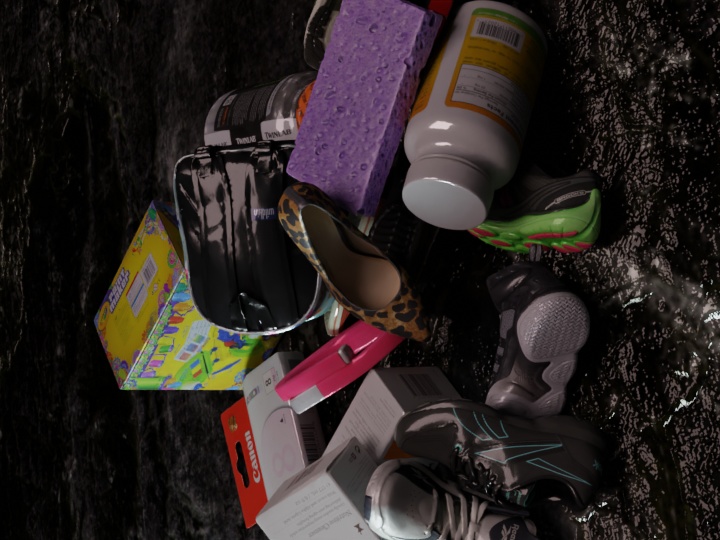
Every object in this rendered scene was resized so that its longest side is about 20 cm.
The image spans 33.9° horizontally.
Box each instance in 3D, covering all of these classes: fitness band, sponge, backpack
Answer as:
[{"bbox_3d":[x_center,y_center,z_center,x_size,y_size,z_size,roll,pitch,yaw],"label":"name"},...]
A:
[{"bbox_3d":[-0.013,0.087,1.277,0.199,0.144,0.038,-34,96,39],"label":"fitness band"},{"bbox_3d":[0.000,-0.166,1.137,0.111,0.030,0.202,31,108,39],"label":"sponge"},{"bbox_3d":[-0.104,-0.035,1.281,0.175,0.150,0.203,-3,92,18],"label":"backpack"}]

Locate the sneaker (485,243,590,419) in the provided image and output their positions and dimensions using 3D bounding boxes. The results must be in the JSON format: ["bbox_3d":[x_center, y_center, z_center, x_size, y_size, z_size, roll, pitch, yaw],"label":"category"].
[{"bbox_3d":[0.155,0.071,1.129,0.115,0.074,0.202,-104,23,-47],"label":"sneaker"}]

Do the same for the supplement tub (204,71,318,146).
[{"bbox_3d":[-0.087,-0.167,1.399,0.199,0.121,0.125,-3,85,51],"label":"supplement tub"}]

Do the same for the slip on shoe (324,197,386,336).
[{"bbox_3d":[0.000,0.000,1.329,0.075,0.060,0.201,-99,24,-48],"label":"slip on shoe"}]

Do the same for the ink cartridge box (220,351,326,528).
[{"bbox_3d":[-0.122,0.215,1.470,0.199,0.057,0.164,-35,61,38],"label":"ink cartridge box"}]

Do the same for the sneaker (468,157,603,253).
[{"bbox_3d":[0.161,-0.065,1.144,0.199,0.076,0.085,8,72,50],"label":"sneaker"}]

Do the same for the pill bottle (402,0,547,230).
[{"bbox_3d":[0.104,-0.144,1.117,0.110,0.111,0.202,-16,47,48],"label":"pill bottle"}]

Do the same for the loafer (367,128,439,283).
[{"bbox_3d":[0.066,-0.060,1.237,0.073,0.071,0.202,25,98,48],"label":"loafer"}]

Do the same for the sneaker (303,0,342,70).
[{"bbox_3d":[-0.022,-0.326,1.379,0.089,0.076,0.202,-162,92,-79],"label":"sneaker"}]

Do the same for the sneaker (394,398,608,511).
[{"bbox_3d":[0.123,0.169,1.077,0.197,0.076,0.080,4,53,16],"label":"sneaker"}]

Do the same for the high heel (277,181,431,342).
[{"bbox_3d":[-0.003,-0.001,1.131,0.071,0.143,0.200,-45,89,-1],"label":"high heel"}]

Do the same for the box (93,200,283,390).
[{"bbox_3d":[-0.194,0.037,1.457,0.201,0.191,0.123,-57,47,30],"label":"box"}]

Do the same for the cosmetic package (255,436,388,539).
[{"bbox_3d":[0.004,0.283,1.178,0.113,0.081,0.201,-37,92,29],"label":"cosmetic package"}]

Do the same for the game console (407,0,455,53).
[{"bbox_3d":[0.064,-0.282,1.215,0.179,0.031,0.200,-66,15,-13],"label":"game console"}]

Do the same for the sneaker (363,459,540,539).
[{"bbox_3d":[0.100,0.235,1.097,0.128,0.199,0.080,4,62,39],"label":"sneaker"}]

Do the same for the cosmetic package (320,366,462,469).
[{"bbox_3d":[0.021,0.200,1.254,0.071,0.101,0.201,51,125,38],"label":"cosmetic package"}]
